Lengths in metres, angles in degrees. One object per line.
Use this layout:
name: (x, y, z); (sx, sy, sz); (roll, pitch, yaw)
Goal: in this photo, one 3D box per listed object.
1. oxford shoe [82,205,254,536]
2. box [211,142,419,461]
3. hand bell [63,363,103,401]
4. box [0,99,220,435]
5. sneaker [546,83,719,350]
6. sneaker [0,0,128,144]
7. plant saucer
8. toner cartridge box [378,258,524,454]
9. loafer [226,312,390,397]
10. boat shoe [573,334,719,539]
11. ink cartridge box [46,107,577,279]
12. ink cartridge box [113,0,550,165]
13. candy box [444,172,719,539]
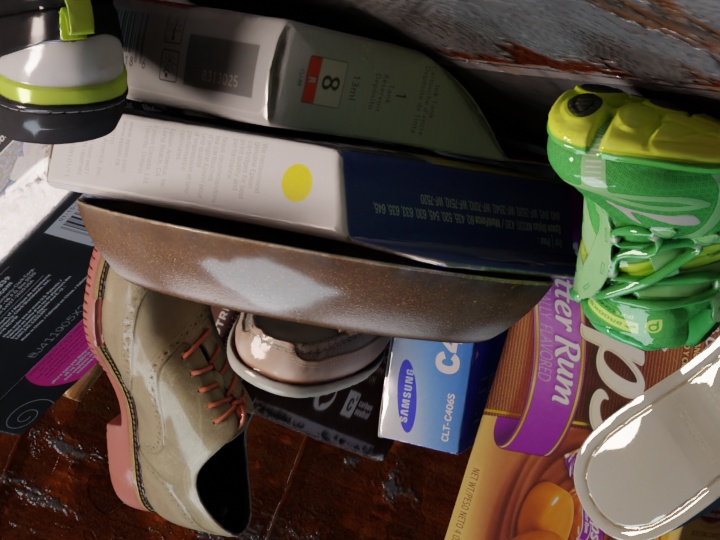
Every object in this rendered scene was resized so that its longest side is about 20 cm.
oxford shoe: (-0.080, 0.043, 0.989); (0.074, 0.070, 0.201); (23, 137, 28)
box: (-0.070, -0.014, 1.157); (0.199, 0.165, 0.166); (19, 175, 34)
hand bell: (-0.148, -0.014, 1.316); (0.103, 0.201, 0.104); (22, 176, 2)
box: (-0.170, -0.028, 1.029); (0.132, 0.200, 0.115); (16, -144, -57)
sneaker: (0.117, -0.012, 0.785); (0.074, 0.084, 0.200); (20, 175, 26)
sneaker: (-0.136, -0.124, 0.855); (0.071, 0.083, 0.200); (-10, -149, -24)
plant saucer: (-0.021, 0.001, 0.858); (0.198, 0.032, 0.200); (11, -177, -1)
toner cartridge box: (0.067, 0.025, 1.050); (0.043, 0.096, 0.200); (10, -171, 19)
loafer: (0.000, 0.000, 1.010); (0.072, 0.063, 0.200); (27, -154, 18)
boat shoe: (0.177, 0.048, 0.844); (0.075, 0.200, 0.062); (55, -151, 11)
ink cartridge box: (0.004, -0.034, 0.892); (0.199, 0.047, 0.197); (10, -177, 32)
ink cartridge box: (-0.006, -0.084, 0.927); (0.199, 0.051, 0.162); (2, -171, -39)
candy box: (0.120, 0.067, 0.952); (0.116, 0.202, 0.056); (19, -177, 34)
